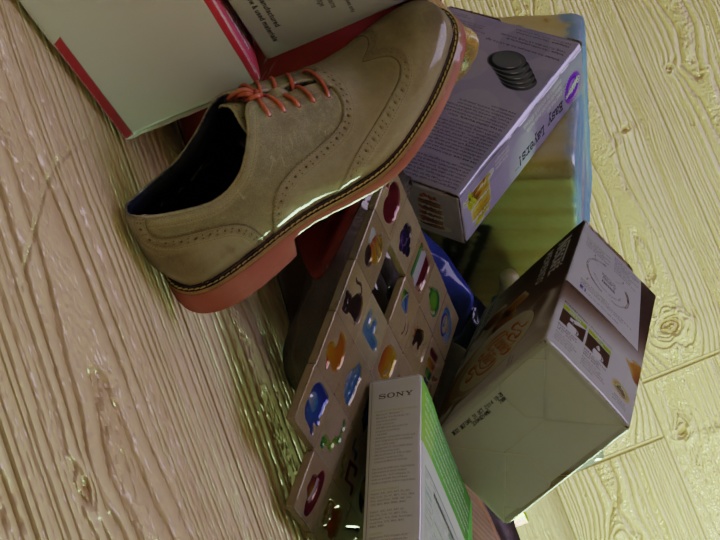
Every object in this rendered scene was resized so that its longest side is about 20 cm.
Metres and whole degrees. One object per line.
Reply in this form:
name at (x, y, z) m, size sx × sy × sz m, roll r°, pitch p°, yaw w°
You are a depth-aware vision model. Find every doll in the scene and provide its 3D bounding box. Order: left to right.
doll at (0.070, 0.044, 1.062) m, size 0.201 × 0.136 × 0.048 m, roll 53°, pitch -13°, yaw -30°

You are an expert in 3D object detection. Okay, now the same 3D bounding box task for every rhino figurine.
rhino figurine at (0.000, 0.000, 0.882) m, size 0.087 × 0.060 × 0.202 m, roll 26°, pitch 64°, yaw -35°

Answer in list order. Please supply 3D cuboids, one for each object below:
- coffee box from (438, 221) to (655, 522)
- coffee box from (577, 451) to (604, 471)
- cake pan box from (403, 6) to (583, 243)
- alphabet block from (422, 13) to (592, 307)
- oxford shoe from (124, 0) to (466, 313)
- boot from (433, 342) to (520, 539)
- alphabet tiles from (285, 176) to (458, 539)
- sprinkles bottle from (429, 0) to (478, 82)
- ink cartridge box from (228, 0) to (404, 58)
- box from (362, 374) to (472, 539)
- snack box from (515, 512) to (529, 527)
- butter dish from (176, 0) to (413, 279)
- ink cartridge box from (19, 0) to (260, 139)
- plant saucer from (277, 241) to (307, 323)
coffee box at (0.129, 0.063, 0.935) m, size 0.080 × 0.114 × 0.200 m, roll 44°, pitch 29°, yaw -5°
coffee box at (0.136, 0.081, 1.229) m, size 0.115 × 0.079 × 0.201 m, roll 63°, pitch 2°, yaw -61°
cake pan box at (0.038, -0.123, 1.020) m, size 0.184 × 0.199 × 0.053 m, roll -51°, pitch 147°, yaw -33°
alphabet block at (0.088, -0.079, 1.137) m, size 0.197 × 0.198 × 0.196 m, roll 78°, pitch 18°, yaw -44°
oxford shoe at (-0.028, -0.069, 0.668) m, size 0.070 × 0.200 × 0.075 m, roll 34°, pitch -13°, yaw 44°
boot at (0.099, 0.169, 1.020) m, size 0.200 × 0.072 × 0.167 m, roll 49°, pitch 41°, yaw -36°
alphabet tiles at (0.008, 0.067, 0.794) m, size 0.168 × 0.007 × 0.201 m, roll 63°, pitch 41°, yaw -51°
sprinkles bottle at (-0.008, -0.198, 0.916) m, size 0.200 × 0.068 × 0.068 m, roll 50°, pitch 3°, yaw 17°
ink cartridge box at (0.013, -0.219, 0.689) m, size 0.084 × 0.198 × 0.146 m, roll 53°, pitch 18°, yaw -63°
box at (0.034, 0.181, 0.762) m, size 0.145 × 0.036 × 0.201 m, roll 68°, pitch 20°, yaw -47°
snack box at (0.077, 0.129, 1.233) m, size 0.201 × 0.067 × 0.170 m, roll 63°, pitch 4°, yaw -51°
butter dish at (-0.063, -0.130, 0.810) m, size 0.201 × 0.146 × 0.201 m, roll 118°, pitch -33°, yaw -41°
ink cartridge box at (-0.129, -0.195, 0.704) m, size 0.145 × 0.084 × 0.201 m, roll 58°, pitch 14°, yaw -51°
plant saucer at (-0.017, 0.045, 0.998) m, size 0.200 × 0.032 × 0.202 m, roll -23°, pitch 90°, yaw -83°
